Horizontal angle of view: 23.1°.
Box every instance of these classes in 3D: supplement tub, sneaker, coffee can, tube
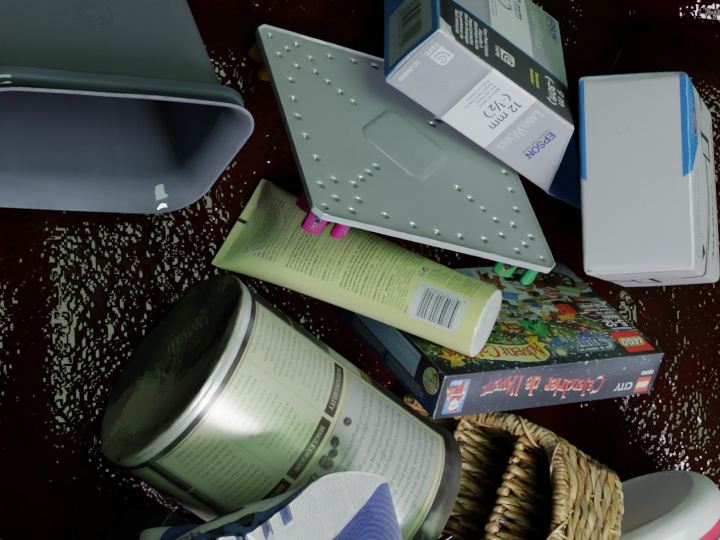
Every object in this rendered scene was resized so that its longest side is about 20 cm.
[{"bbox_3d":[0.243,0.269,1.360,0.140,0.140,0.200,-30,101,-31],"label":"supplement tub"},{"bbox_3d":[-0.077,0.175,1.081,0.199,0.115,0.081,-14,94,-40],"label":"sneaker"},{"bbox_3d":[-0.052,0.117,1.186,0.200,0.146,0.146,38,67,-24],"label":"coffee can"},{"bbox_3d":[0.000,0.000,1.239,0.058,0.200,0.052,-40,149,-61],"label":"tube"}]

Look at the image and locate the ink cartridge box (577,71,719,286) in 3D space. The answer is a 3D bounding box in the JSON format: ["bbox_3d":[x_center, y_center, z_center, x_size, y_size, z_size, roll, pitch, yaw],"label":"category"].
[{"bbox_3d":[0.223,-0.065,1.352,0.200,0.084,0.146,8,79,-73],"label":"ink cartridge box"}]

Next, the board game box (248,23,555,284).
[{"bbox_3d":[0.026,-0.082,1.262,0.200,0.026,0.200,13,40,-30],"label":"board game box"}]

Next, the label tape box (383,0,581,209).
[{"bbox_3d":[0.110,-0.150,1.326,0.200,0.066,0.143,31,34,-24],"label":"label tape box"}]

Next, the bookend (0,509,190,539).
[{"bbox_3d":[-0.184,0.219,1.125,0.200,0.092,0.199,43,63,-20],"label":"bookend"}]

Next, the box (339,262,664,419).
[{"bbox_3d":[0.104,0.047,1.301,0.200,0.137,0.038,-4,122,-33],"label":"box"}]

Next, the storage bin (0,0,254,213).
[{"bbox_3d":[-0.191,-0.123,1.142,0.200,0.146,0.134,2,57,-33],"label":"storage bin"}]

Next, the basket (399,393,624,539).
[{"bbox_3d":[0.083,0.202,1.265,0.149,0.143,0.200,34,68,-25],"label":"basket"}]

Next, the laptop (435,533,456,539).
[{"bbox_3d":[0.038,0.306,1.134,0.177,0.103,0.200,-31,121,-6],"label":"laptop"}]
